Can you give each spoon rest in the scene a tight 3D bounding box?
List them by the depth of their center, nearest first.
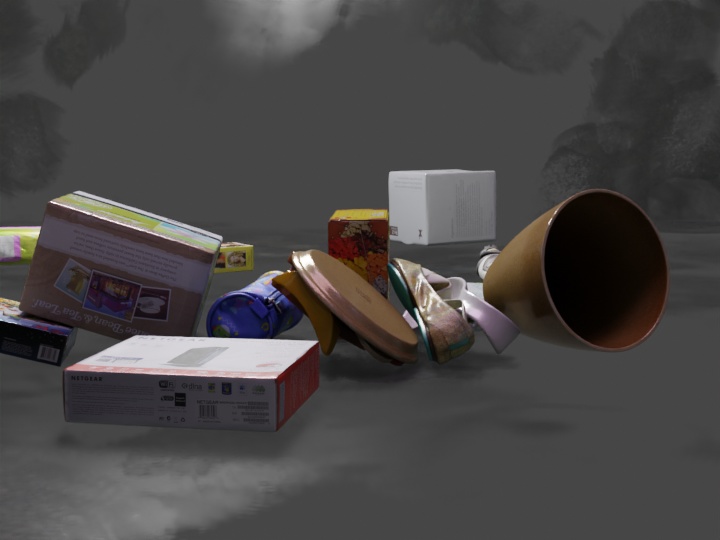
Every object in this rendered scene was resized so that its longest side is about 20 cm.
[{"bbox_3d":[0.116,0.050,1.423,0.099,0.061,0.199,-43,25,-16],"label":"spoon rest"}]

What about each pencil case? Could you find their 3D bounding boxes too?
[{"bbox_3d":[-0.120,0.049,1.391,0.086,0.078,0.200,-35,0,12],"label":"pencil case"}]

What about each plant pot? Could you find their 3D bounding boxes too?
[{"bbox_3d":[0.241,0.012,1.411,0.184,0.189,0.200,-3,-6,-26],"label":"plant pot"}]

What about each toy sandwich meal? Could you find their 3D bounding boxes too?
[{"bbox_3d":[-0.021,0.051,1.311,0.205,0.070,0.205,39,10,-8],"label":"toy sandwich meal"}]

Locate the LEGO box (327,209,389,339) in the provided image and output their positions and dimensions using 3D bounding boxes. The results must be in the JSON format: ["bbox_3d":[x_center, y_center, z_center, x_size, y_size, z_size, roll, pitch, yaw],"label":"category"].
[{"bbox_3d":[0.000,0.000,1.526,0.076,0.151,0.200,0,6,2],"label":"LEGO box"}]

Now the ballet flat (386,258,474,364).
[{"bbox_3d":[0.085,0.040,1.351,0.070,0.071,0.200,-2,28,-13],"label":"ballet flat"}]

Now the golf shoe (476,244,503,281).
[{"bbox_3d":[0.285,0.010,1.843,0.197,0.079,0.095,-1,24,2],"label":"golf shoe"}]

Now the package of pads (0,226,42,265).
[{"bbox_3d":[-0.661,-0.050,2.272,0.198,0.069,0.154,-3,7,-17],"label":"package of pads"}]

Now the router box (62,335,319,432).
[{"bbox_3d":[-0.152,0.103,1.092,0.197,0.049,0.179,1,7,9],"label":"router box"}]

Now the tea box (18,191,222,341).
[{"bbox_3d":[-0.280,0.001,1.394,0.198,0.135,0.197,17,7,-7],"label":"tea box"}]

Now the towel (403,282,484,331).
[{"bbox_3d":[0.179,0.044,1.588,0.198,0.049,0.171,-4,7,-26],"label":"towel"}]

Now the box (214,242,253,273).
[{"bbox_3d":[-0.298,-0.020,2.109,0.198,0.051,0.075,-5,9,-34],"label":"box"}]

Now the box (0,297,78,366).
[{"bbox_3d":[-0.426,0.056,1.316,0.198,0.038,0.137,14,5,-9],"label":"box"}]

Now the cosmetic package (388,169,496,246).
[{"bbox_3d":[0.189,-0.148,2.674,0.198,0.167,0.164,-4,7,-30],"label":"cosmetic package"}]
